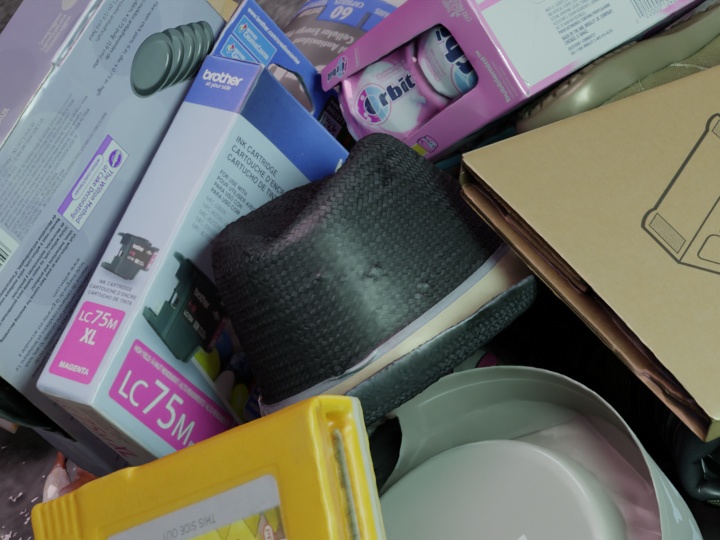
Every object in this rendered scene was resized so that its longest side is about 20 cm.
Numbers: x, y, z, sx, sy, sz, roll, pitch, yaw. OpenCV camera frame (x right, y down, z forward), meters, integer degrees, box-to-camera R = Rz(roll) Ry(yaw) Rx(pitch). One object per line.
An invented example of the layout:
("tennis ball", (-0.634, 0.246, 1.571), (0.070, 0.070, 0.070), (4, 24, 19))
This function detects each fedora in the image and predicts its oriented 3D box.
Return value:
("fedora", (0.000, 0.000, 1.188), (0.200, 0.092, 0.201), (-33, 5, 4))

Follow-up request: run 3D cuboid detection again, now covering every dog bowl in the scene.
("dog bowl", (0.050, 0.140, 1.116), (0.200, 0.059, 0.201), (-21, 55, 33))

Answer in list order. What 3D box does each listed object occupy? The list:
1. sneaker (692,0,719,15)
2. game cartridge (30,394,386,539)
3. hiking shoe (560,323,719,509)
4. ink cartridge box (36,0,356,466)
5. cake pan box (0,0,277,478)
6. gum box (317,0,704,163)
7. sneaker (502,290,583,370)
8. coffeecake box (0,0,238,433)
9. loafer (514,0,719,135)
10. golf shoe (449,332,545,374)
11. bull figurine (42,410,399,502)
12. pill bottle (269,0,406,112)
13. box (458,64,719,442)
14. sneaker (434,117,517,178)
("sneaker", (0.195, -0.083, 1.367), (0.088, 0.075, 0.200), (9, 55, 30))
("game cartridge", (-0.058, 0.157, 1.117), (0.200, 0.032, 0.177), (-23, 72, 44))
("hiking shoe", (0.148, 0.052, 1.173), (0.200, 0.076, 0.100), (7, 20, 44))
("ink cartridge box", (-0.054, -0.006, 1.253), (0.042, 0.119, 0.201), (11, 68, 37))
("cake pan box", (-0.111, -0.022, 1.263), (0.052, 0.184, 0.200), (19, 72, 44))
("gum box", (0.085, -0.118, 1.288), (0.200, 0.066, 0.113), (-31, -1, -37))
("sneaker", (0.091, 0.008, 1.308), (0.199, 0.088, 0.076), (0, 20, 32))
("coffeecake box", (-0.147, -0.042, 1.460), (0.200, 0.073, 0.154), (-56, 10, 31))
("loafer", (0.145, -0.074, 1.268), (0.200, 0.068, 0.076), (-27, -1, -42))
("golf shoe", (0.060, 0.089, 1.224), (0.092, 0.073, 0.200), (-36, 33, -6))
("bull figurine", (-0.063, 0.092, 1.326), (0.199, 0.065, 0.122), (-7, 43, 37))
("pill bottle", (-0.030, -0.041, 1.437), (0.113, 0.114, 0.200), (2, 45, 41))
("box", (0.164, -0.021, 1.136), (0.199, 0.021, 0.164), (-20, 48, -29))
("sneaker", (0.084, -0.078, 1.413), (0.200, 0.096, 0.079), (-34, 46, -26))
